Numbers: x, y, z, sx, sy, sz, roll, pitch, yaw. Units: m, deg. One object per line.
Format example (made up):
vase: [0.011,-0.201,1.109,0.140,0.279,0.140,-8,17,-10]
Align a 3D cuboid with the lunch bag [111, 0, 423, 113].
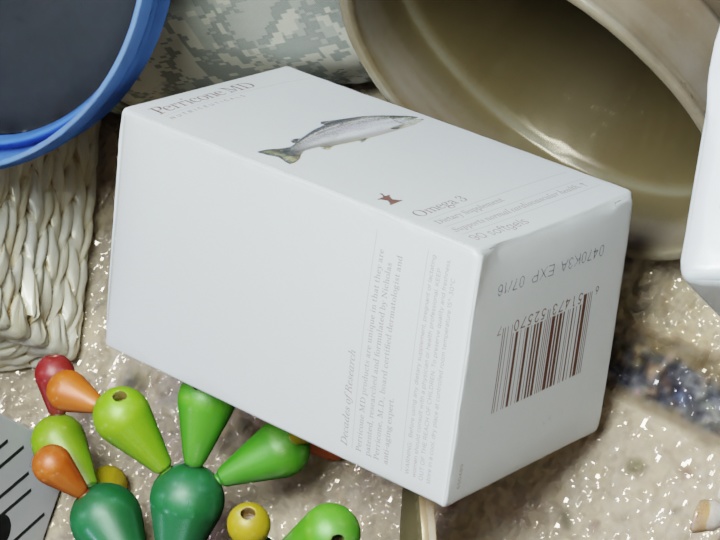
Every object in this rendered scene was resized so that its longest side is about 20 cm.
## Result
lunch bag: [-0.061,-0.162,1.135,0.199,0.168,0.140,-6,32,26]

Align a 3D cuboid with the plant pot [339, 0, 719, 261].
plant pot: [0.118,-0.132,1.028,0.199,0.200,0.174,24,65,32]

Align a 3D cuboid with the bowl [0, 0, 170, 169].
bowl: [-0.172,-0.145,1.066,0.200,0.039,0.202,3,96,26]

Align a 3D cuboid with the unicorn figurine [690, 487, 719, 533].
unicorn figurine: [0.172,0.173,0.930,0.137,0.074,0.201,21,75,20]

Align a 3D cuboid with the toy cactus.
toy cactus: [-0.082,0.125,1.084,0.199,0.102,0.166,14,96,28]

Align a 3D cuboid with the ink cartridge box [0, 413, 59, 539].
ink cartridge box: [-0.213,0.096,1.081,0.044,0.200,0.094,11,76,29]

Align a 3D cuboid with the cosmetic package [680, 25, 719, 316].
cosmetic package: [0.239,-0.039,0.907,0.166,0.200,0.168,4,73,28]

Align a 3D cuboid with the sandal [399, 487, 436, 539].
sandal: [0.056,0.186,1.004,0.069,0.078,0.213,0,75,-7]

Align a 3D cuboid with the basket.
basket: [-0.214,-0.050,1.184,0.135,0.123,0.201,-6,67,25]

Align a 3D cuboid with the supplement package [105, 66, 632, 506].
supplement package: [0.000,0.000,1.032,0.199,0.117,0.118,22,117,34]
